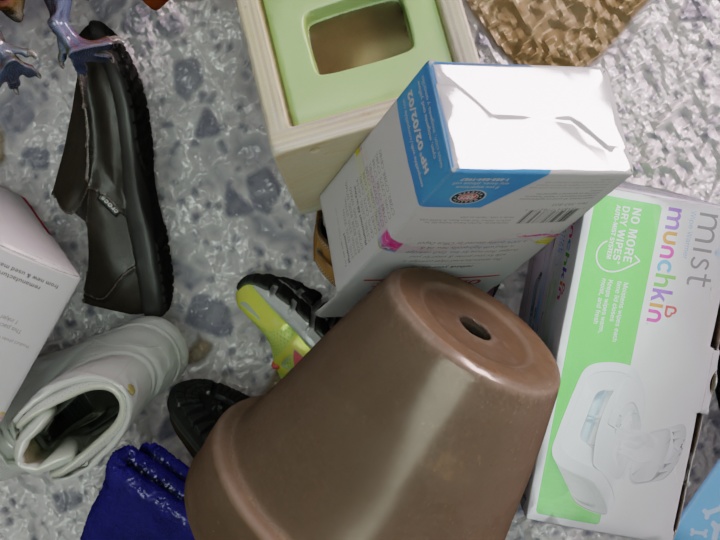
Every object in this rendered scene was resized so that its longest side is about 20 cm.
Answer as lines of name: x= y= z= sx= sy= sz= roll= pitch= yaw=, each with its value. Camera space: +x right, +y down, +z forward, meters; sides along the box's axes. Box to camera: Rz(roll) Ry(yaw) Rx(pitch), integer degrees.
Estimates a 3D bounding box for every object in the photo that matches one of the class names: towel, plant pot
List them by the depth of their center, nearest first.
plant pot: x=0.025 y=0.101 z=0.745 sx=0.199 sy=0.200 sz=0.175 roll=31 pitch=112 yaw=-3
towel: x=-0.120 y=0.209 z=0.867 sx=0.147 sy=0.050 sz=0.201 roll=31 pitch=132 yaw=6

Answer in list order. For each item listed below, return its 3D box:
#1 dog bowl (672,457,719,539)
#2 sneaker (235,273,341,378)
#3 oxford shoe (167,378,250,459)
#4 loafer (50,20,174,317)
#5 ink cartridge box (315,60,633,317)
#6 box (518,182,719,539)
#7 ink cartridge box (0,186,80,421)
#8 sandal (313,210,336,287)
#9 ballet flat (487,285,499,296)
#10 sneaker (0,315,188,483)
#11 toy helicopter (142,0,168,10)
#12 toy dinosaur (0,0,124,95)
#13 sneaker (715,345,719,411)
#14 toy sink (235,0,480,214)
dog bowl: x=0.243 y=0.131 z=0.805 sx=0.049 sy=0.111 sz=0.201 roll=34 pitch=92 yaw=19
sneaker: x=-0.024 y=0.090 z=0.889 sx=0.090 sy=0.078 sz=0.200 roll=-41 pitch=93 yaw=13
oxford shoe: x=-0.064 y=0.157 z=0.862 sx=0.200 sy=0.072 sz=0.085 roll=46 pitch=128 yaw=14
loafer: x=-0.174 y=-0.063 z=0.871 sx=0.071 sy=0.073 sz=0.202 roll=-8 pitch=97 yaw=0
ink cartridge box: x=0.051 y=-0.040 z=0.757 sx=0.114 sy=0.200 sz=0.068 roll=-1 pitch=67 yaw=-25
box: x=0.157 y=0.046 z=0.828 sx=0.096 sy=0.177 sz=0.202 roll=10 pitch=98 yaw=-1
ink cartridge box: x=-0.279 y=0.046 z=0.845 sx=0.085 sy=0.148 sz=0.201 roll=24 pitch=101 yaw=-37
sandal: x=0.000 y=0.000 z=0.878 sx=0.054 sy=0.082 sz=0.202 roll=-21 pitch=103 yaw=2
ballet flat: x=0.042 y=-0.061 z=0.869 sx=0.069 sy=0.071 sz=0.202 roll=-23 pitch=96 yaw=5
sneaker: x=-0.216 y=0.101 z=0.857 sx=0.199 sy=0.116 sz=0.074 roll=-30 pitch=100 yaw=21
toy helicopter: x=-0.161 y=-0.251 z=0.806 sx=0.079 sy=0.132 sz=0.200 roll=-40 pitch=106 yaw=6
toy dinosaur: x=-0.211 y=-0.201 z=0.805 sx=0.104 sy=0.200 sz=0.183 roll=-22 pitch=73 yaw=-10
sneaker: x=0.291 y=0.100 z=0.885 sx=0.082 sy=0.072 sz=0.202 roll=-13 pitch=97 yaw=1
toy sink: x=-0.006 y=-0.158 z=0.800 sx=0.129 sy=0.112 sz=0.202 roll=-14 pitch=71 yaw=3
